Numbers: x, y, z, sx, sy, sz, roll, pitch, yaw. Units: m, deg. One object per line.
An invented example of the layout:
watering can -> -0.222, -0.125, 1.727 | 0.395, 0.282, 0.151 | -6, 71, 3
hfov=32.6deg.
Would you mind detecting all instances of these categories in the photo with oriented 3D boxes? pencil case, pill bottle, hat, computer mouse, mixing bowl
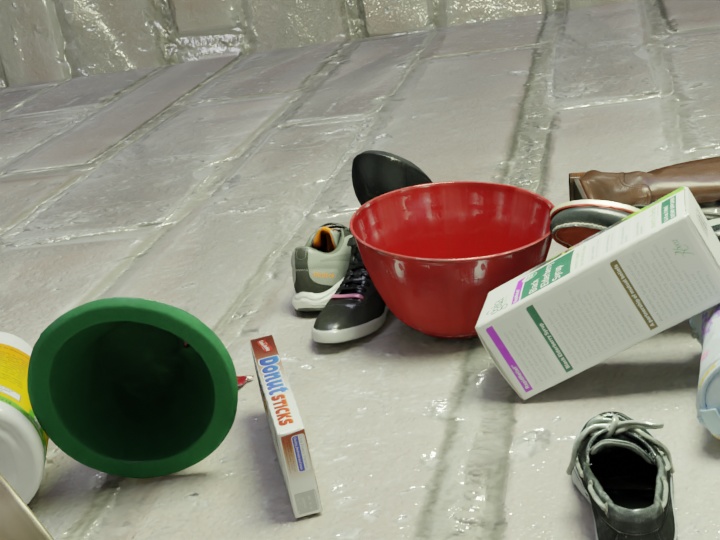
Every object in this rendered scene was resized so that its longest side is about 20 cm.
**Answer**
pencil case -> 0.304, 0.061, 0.962 | 0.090, 0.083, 0.200 | -11, 18, 17
pill bottle -> -0.320, 0.124, 1.048 | 0.111, 0.111, 0.200 | -12, 19, -7
hat -> -0.180, 0.063, 1.043 | 0.165, 0.200, 0.176 | -1, 31, -2
computer mouse -> 0.060, -0.064, 1.369 | 0.138, 0.200, 0.053 | 4, 67, 42
mixing bowl -> 0.091, -0.003, 1.194 | 0.200, 0.109, 0.200 | -3, 23, 1

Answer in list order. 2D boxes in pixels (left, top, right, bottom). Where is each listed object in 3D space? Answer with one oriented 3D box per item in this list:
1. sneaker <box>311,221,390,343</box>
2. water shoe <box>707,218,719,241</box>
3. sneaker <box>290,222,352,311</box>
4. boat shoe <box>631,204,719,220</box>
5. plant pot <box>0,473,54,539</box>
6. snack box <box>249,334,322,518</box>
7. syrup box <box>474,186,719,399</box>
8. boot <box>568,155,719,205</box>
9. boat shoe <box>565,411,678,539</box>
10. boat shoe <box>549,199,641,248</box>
sneaker -> 0.000, 0.000, 1.264 | 0.071, 0.099, 0.200 | 2, 23, 28
water shoe -> 0.373, -0.010, 1.151 | 0.199, 0.072, 0.079 | -13, 26, -3
sneaker -> -0.015, -0.022, 1.367 | 0.074, 0.080, 0.200 | -2, 19, 27
boat shoe -> 0.366, -0.038, 1.254 | 0.200, 0.057, 0.067 | 1, 22, 29
plant pot -> -0.234, 0.216, 0.668 | 0.173, 0.200, 0.200 | -37, 29, -21
snack box -> -0.063, 0.120, 0.992 | 0.024, 0.072, 0.200 | -14, 19, -7
syrup box -> 0.201, 0.020, 1.022 | 0.200, 0.082, 0.079 | -29, 10, 22
boot -> 0.344, -0.087, 1.414 | 0.199, 0.064, 0.186 | -3, 22, 6
boat shoe -> 0.176, 0.134, 0.838 | 0.073, 0.068, 0.199 | -5, 19, 13
boat shoe -> 0.261, -0.005, 1.103 | 0.200, 0.071, 0.063 | 20, 66, 2
